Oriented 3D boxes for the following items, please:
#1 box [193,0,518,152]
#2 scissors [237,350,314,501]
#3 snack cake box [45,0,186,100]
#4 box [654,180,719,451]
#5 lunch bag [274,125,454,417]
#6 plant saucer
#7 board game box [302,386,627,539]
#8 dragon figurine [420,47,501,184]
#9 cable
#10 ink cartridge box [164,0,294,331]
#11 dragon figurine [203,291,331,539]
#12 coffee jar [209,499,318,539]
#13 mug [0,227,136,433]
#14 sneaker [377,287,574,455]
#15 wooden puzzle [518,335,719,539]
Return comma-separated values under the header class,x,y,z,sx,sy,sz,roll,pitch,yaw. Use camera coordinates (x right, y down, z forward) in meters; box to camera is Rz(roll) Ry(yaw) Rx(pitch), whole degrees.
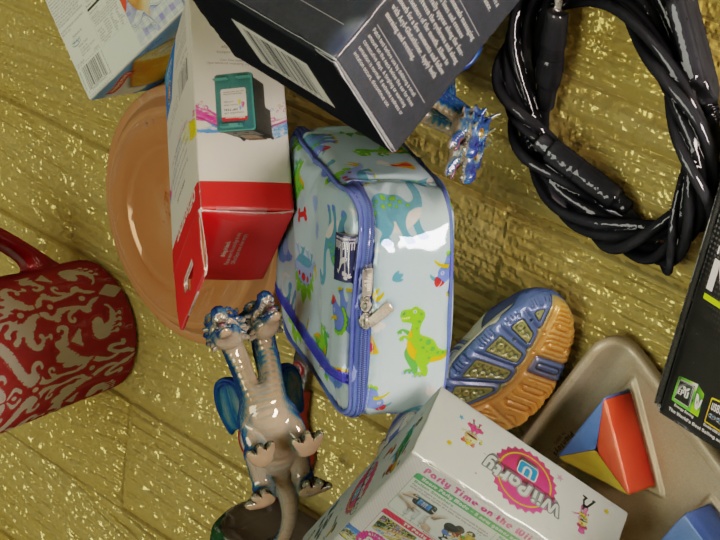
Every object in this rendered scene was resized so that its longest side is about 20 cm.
class,x,y,z,sx,sy,sz,roll,pitch,yaw
box,0.014,-0.201,1.247,0.148,0.200,0.107,32,168,34
scissors,-0.041,0.086,1.534,0.073,0.014,0.201,46,129,27
snack cake box,-0.146,-0.223,1.503,0.200,0.067,0.116,-34,76,45
box,0.276,0.041,1.177,0.199,0.047,0.195,34,127,32
lunch bag,0.000,0.000,1.359,0.200,0.082,0.162,-127,37,-64
plant saucer,-0.128,-0.042,1.566,0.199,0.032,0.202,16,114,41
board game box,0.054,0.185,1.329,0.147,0.064,0.200,34,135,-5
dragon figurine,0.042,-0.142,1.333,0.059,0.099,0.201,115,162,-48
cable,0.149,-0.091,1.260,0.162,0.051,0.202,-13,94,46
ink cartridge box,-0.091,-0.070,1.416,0.116,0.067,0.202,120,148,-64
dragon figurine,-0.061,0.099,1.369,0.201,0.058,0.100,84,169,-52
coffee jar,-0.074,0.281,1.570,0.104,0.085,0.202,25,120,28
mug,-0.282,0.046,1.626,0.133,0.199,0.179,23,117,39
sneaker,0.065,0.079,1.379,0.201,0.075,0.088,-55,27,22
wooden puzzle,0.170,0.172,1.324,0.200,0.046,0.186,51,132,21
